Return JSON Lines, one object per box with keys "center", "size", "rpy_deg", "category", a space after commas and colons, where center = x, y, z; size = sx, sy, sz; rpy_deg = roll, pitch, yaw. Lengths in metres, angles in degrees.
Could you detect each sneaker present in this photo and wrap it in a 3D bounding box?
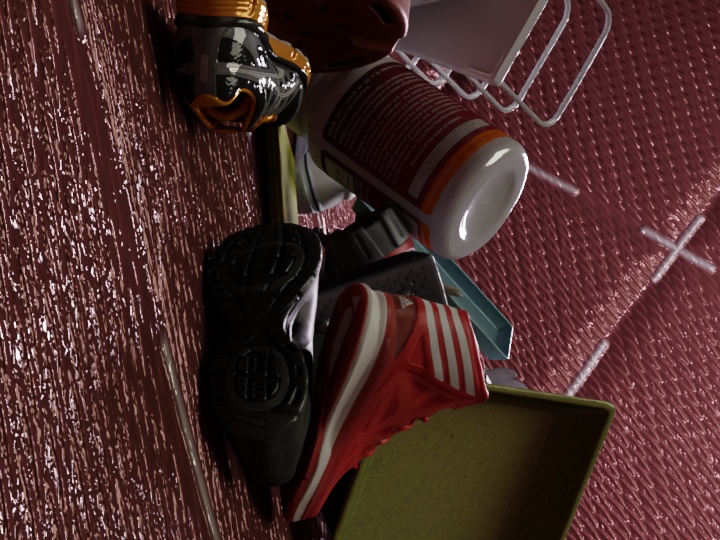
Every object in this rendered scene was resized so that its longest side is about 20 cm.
{"center": [-0.024, -0.095, 1.504], "size": [0.200, 0.071, 0.073], "rpy_deg": [-80, 158, -72], "category": "sneaker"}
{"center": [-0.062, 0.051, 1.024], "size": [0.200, 0.076, 0.091], "rpy_deg": [-84, 173, -45], "category": "sneaker"}
{"center": [-0.086, -0.127, 1.080], "size": [0.200, 0.078, 0.077], "rpy_deg": [41, 52, -74], "category": "sneaker"}
{"center": [0.020, 0.100, 1.047], "size": [0.078, 0.115, 0.200], "rpy_deg": [-97, -157, -45], "category": "sneaker"}

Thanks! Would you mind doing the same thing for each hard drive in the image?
{"center": [0.009, 0.088, 1.203], "size": [0.042, 0.135, 0.200], "rpy_deg": [-135, -150, -59], "category": "hard drive"}

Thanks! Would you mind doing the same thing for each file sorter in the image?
{"center": [0.109, -0.236, 1.483], "size": [0.124, 0.200, 0.139], "rpy_deg": [36, 83, -51], "category": "file sorter"}

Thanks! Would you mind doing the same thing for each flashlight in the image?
{"center": [0.049, 0.044, 1.268], "size": [0.200, 0.068, 0.068], "rpy_deg": [58, 39, -9], "category": "flashlight"}

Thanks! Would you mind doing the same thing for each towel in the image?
{"center": [-0.065, -0.044, 1.327], "size": [0.086, 0.018, 0.200], "rpy_deg": [76, 6, -51], "category": "towel"}

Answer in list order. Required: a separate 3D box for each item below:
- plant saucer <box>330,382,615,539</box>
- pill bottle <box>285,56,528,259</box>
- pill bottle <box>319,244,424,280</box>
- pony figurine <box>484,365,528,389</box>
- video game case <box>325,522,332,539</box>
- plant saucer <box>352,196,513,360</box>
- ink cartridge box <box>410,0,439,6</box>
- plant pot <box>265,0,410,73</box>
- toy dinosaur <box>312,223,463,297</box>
{"center": [0.070, 0.168, 1.202], "size": [0.048, 0.199, 0.200], "rpy_deg": [44, -60, 58], "category": "plant saucer"}
{"center": [0.031, -0.106, 1.314], "size": [0.200, 0.113, 0.113], "rpy_deg": [37, -13, 25], "category": "pill bottle"}
{"center": [0.015, 0.055, 1.409], "size": [0.200, 0.116, 0.117], "rpy_deg": [-92, 169, -55], "category": "pill bottle"}
{"center": [0.076, 0.180, 1.446], "size": [0.200, 0.193, 0.167], "rpy_deg": [-71, 140, -85], "category": "pony figurine"}
{"center": [0.063, 0.211, 1.319], "size": [0.023, 0.200, 0.182], "rpy_deg": [-3, -82, 57], "category": "video game case"}
{"center": [0.064, -0.002, 1.412], "size": [0.200, 0.019, 0.070], "rpy_deg": [46, 23, -12], "category": "plant saucer"}
{"center": [-0.007, -0.305, 1.423], "size": [0.083, 0.200, 0.147], "rpy_deg": [69, 13, -61], "category": "ink cartridge box"}
{"center": [-0.036, -0.276, 1.262], "size": [0.201, 0.200, 0.196], "rpy_deg": [64, 25, -66], "category": "plant pot"}
{"center": [0.000, 0.000, 1.320], "size": [0.200, 0.047, 0.088], "rpy_deg": [-11, 75, -46], "category": "toy dinosaur"}
